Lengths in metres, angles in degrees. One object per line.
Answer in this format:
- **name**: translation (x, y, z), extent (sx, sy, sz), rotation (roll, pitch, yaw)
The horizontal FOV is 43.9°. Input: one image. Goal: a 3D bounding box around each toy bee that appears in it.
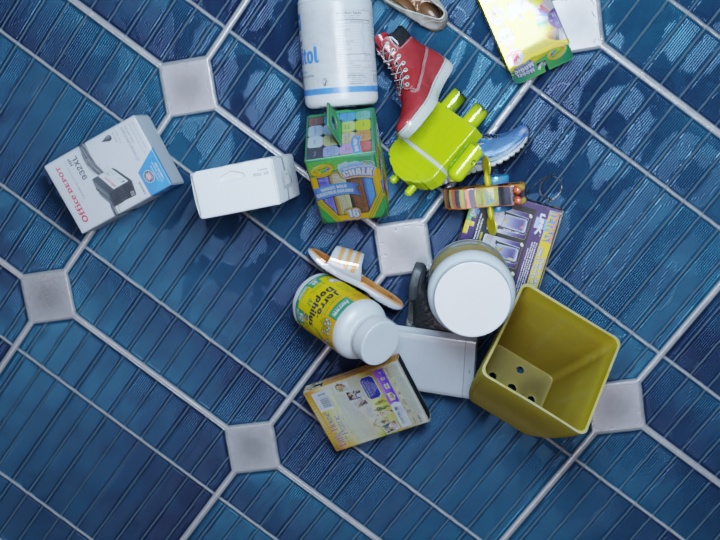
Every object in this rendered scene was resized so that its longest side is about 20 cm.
- **toy bee**: translation (0.239, -0.138, 1.527), extent (0.200, 0.109, 0.131), rotation (-27, 96, 10)

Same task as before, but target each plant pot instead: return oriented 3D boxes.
- **plant pot**: translation (0.302, 0.181, 1.575), extent (0.200, 0.176, 0.200), rotation (31, 60, 0)

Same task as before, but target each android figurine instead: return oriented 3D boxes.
- **android figurine**: translation (0.130, -0.220, 1.562), extent (0.200, 0.041, 0.182), rotation (-51, 51, 5)

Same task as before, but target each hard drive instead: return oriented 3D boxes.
- **hard drive**: translation (0.113, 0.166, 1.652), extent (0.200, 0.027, 0.132), rotation (8, 123, 14)

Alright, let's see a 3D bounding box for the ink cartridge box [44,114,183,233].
- **ink cartridge box**: translation (-0.456, -0.179, 1.659), extent (0.200, 0.084, 0.145), rotation (-27, 96, 10)

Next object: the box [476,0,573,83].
- **box**: translation (0.282, -0.438, 1.560), extent (0.117, 0.048, 0.200), rotation (-23, 94, 9)

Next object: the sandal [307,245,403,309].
- **sandal**: translation (0.000, -0.002, 1.651), extent (0.207, 0.079, 0.059), rotation (30, 100, -8)

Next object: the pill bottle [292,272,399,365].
- **pill bottle**: translation (-0.025, 0.089, 1.595), extent (0.113, 0.200, 0.113), rotation (-19, 122, -32)

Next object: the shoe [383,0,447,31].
- **shoe**: translation (0.071, -0.494, 1.567), extent (0.200, 0.053, 0.070), rotation (34, 101, -1)

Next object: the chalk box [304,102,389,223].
- **chalk box**: translation (-0.025, -0.197, 1.544), extent (0.124, 0.125, 0.200), rotation (-6, 139, 7)

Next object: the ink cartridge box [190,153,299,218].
- **ink cartridge box**: translation (-0.199, -0.151, 1.578), extent (0.146, 0.200, 0.083), rotation (-10, 98, 8)

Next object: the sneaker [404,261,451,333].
- **sneaker**: translation (0.138, 0.085, 1.655), extent (0.104, 0.060, 0.200), rotation (9, 109, 9)

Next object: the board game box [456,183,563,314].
- **board game box**: translation (0.258, -0.040, 1.624), extent (0.165, 0.057, 0.200), rotation (17, 101, 1)

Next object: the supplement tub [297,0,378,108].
- **supplement tub**: translation (-0.039, -0.386, 1.558), extent (0.132, 0.132, 0.200), rotation (-4, 98, 6)

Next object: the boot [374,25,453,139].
- **boot**: translation (0.067, -0.327, 1.529), extent (0.144, 0.200, 0.072), rotation (34, 144, -16)

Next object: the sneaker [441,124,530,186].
- **sneaker**: translation (0.203, -0.221, 1.588), extent (0.200, 0.079, 0.089), rotation (-21, 99, 9)

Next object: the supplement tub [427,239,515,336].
- **supplement tub**: translation (0.186, 0.030, 1.512), extent (0.145, 0.200, 0.145), rotation (1, 99, 5)

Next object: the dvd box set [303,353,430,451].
- **dvd box set**: translation (0.012, 0.251, 1.681), extent (0.200, 0.029, 0.146), rotation (-22, 110, 18)
